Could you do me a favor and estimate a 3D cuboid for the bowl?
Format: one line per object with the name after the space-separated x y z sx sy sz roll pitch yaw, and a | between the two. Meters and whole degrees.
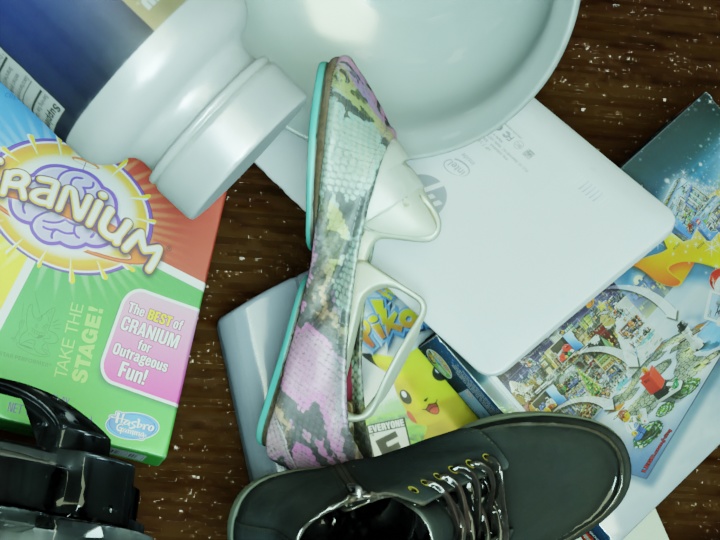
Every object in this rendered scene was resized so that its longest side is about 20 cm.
0.019 -0.163 1.064 0.200 0.090 0.202 5 110 13 | bowl

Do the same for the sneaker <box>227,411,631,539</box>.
0.048 0.113 0.966 0.199 0.106 0.075 -12 94 -19 | sneaker

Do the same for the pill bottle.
-0.124 -0.121 1.008 0.200 0.111 0.111 43 74 -2 | pill bottle

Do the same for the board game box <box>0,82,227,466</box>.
-0.149 -0.018 1.061 0.152 0.040 0.201 14 77 -9 | board game box

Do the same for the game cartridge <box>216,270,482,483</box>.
0.033 0.052 1.091 0.199 0.040 0.134 -12 78 -14 | game cartridge

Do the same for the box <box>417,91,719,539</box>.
0.147 0.024 1.084 0.200 0.038 0.137 -41 89 -18 | box

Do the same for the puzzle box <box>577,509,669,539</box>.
0.078 0.200 1.076 0.199 0.025 0.134 -22 85 -15 | puzzle box

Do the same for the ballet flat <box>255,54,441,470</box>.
0.000 0.000 1.025 0.071 0.069 0.201 9 90 11 | ballet flat

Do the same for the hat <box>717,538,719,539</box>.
0.061 0.162 1.040 0.200 0.165 0.176 42 39 -23 | hat

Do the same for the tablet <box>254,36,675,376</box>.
0.046 -0.046 1.077 0.130 0.014 0.200 -38 60 -16 | tablet

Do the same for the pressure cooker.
-0.184 0.146 0.951 0.175 0.179 0.201 8 78 -8 | pressure cooker
